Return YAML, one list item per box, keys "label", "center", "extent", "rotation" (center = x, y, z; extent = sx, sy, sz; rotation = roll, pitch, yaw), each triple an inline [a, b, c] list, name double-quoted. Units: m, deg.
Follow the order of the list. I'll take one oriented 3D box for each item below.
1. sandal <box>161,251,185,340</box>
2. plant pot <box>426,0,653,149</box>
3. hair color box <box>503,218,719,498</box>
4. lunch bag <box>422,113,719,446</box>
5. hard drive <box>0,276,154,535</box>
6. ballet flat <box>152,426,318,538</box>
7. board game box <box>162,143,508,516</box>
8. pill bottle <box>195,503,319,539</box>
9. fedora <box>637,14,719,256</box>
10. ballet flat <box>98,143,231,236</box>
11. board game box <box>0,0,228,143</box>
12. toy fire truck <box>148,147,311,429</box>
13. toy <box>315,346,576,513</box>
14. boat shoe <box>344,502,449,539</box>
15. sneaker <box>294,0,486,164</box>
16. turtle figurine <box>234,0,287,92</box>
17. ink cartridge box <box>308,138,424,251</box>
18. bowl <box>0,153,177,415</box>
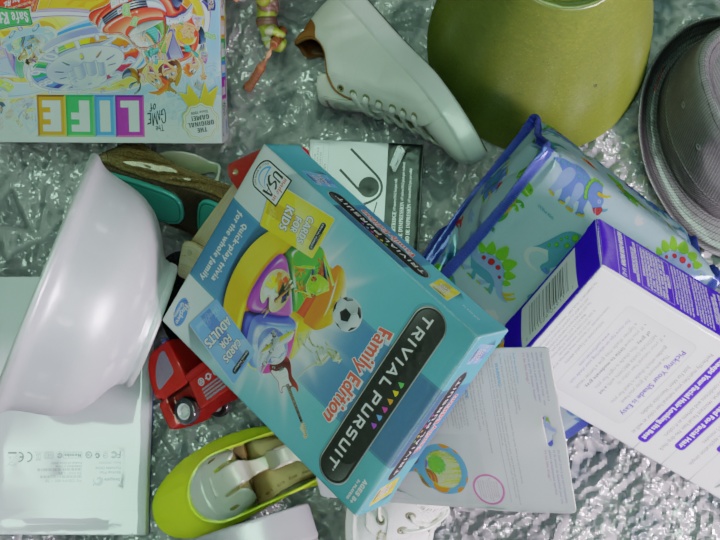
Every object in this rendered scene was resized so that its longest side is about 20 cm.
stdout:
- label: "sandal"
  center: [-0.084, 0.054, 1.001]
  extent: [0.199, 0.045, 0.076]
  rotation: [34, 109, 25]
- label: "plant pot"
  center: [0.144, -0.204, 0.968]
  extent: [0.184, 0.200, 0.190]
  rotation: [0, 81, 2]
- label: "hair color box"
  center: [0.208, 0.064, 0.872]
  extent: [0.199, 0.065, 0.110]
  rotation: [31, 122, -12]
- label: "lunch bag"
  center: [0.136, 0.017, 0.956]
  extent: [0.169, 0.128, 0.201]
  rotation: [34, 106, -8]
- label: "hard drive"
  center: [-0.231, 0.107, 1.020]
  extent: [0.130, 0.025, 0.203]
  rotation: [0, 81, 2]
- label: "ballet flat"
  center: [-0.073, 0.150, 0.986]
  extent: [0.198, 0.067, 0.068]
  rotation: [-22, 82, -1]
- label: "board game box"
  center: [-0.023, 0.036, 0.852]
  extent: [0.200, 0.047, 0.152]
  rotation: [42, 112, 22]
- label: "pill bottle"
  center: [-0.051, 0.281, 0.939]
  extent: [0.118, 0.120, 0.202]
  rotation: [-17, 81, -1]
- label: "fedora"
  center: [0.311, -0.116, 1.002]
  extent: [0.175, 0.090, 0.203]
  rotation: [-11, 80, -1]
- label: "ballet flat"
  center: [-0.121, -0.056, 1.024]
  extent: [0.198, 0.068, 0.073]
  rotation: [22, 49, 15]
- label: "board game box"
  center: [-0.205, -0.170, 1.010]
  extent: [0.197, 0.034, 0.136]
  rotation: [0, 102, 2]
- label: "toy fire truck"
  center: [-0.095, 0.015, 0.950]
  extent: [0.199, 0.049, 0.142]
  rotation: [-35, 75, 29]
- label: "toy"
  center: [0.051, 0.101, 0.879]
  extent: [0.198, 0.047, 0.117]
  rotation: [-4, 108, 28]
- label: "boat shoe"
  center: [0.035, 0.165, 0.949]
  extent: [0.069, 0.070, 0.203]
  rotation: [11, 108, 45]
- label: "sneaker"
  center: [0.020, -0.138, 1.021]
  extent: [0.085, 0.073, 0.200]
  rotation: [-41, 60, 2]
- label: "turtle figurine"
  center: [-0.057, -0.250, 1.018]
  extent: [0.064, 0.201, 0.161]
  rotation: [33, 53, 22]
- label: "ink cartridge box"
  center: [0.000, 0.000, 1.019]
  extent: [0.093, 0.044, 0.203]
  rotation: [2, 82, 4]
- label: "bowl"
  center: [-0.191, 0.024, 0.932]
  extent: [0.089, 0.201, 0.203]
  rotation: [21, 82, -12]
